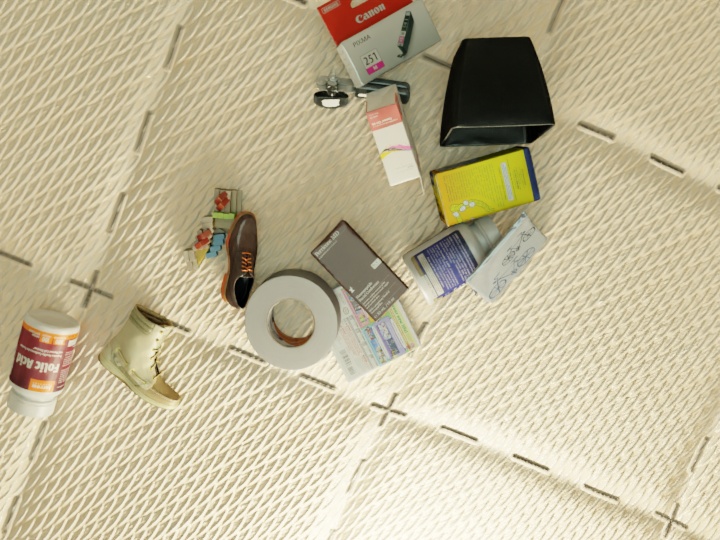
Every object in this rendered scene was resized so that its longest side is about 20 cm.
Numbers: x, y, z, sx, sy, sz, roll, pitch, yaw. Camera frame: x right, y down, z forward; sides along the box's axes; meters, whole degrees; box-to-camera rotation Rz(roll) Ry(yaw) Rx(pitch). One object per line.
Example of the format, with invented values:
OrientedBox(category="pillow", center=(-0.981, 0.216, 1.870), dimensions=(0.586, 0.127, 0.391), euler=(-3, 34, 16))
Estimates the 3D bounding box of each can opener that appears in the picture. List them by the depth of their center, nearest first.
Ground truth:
OrientedBox(category="can opener", center=(0.003, -0.365, 1.679), dimensions=(0.196, 0.053, 0.067), euler=(3, 134, -1))

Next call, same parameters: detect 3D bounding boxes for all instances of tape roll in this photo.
OrientedBox(category="tape roll", center=(-0.141, 0.102, 1.724), dimensions=(0.196, 0.066, 0.204), euler=(2, 104, 7))

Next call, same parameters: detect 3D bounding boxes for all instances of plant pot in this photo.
OrientedBox(category="plant pot", center=(0.260, -0.352, 1.620), dimensions=(0.195, 0.200, 0.181), euler=(-3, 89, -1))

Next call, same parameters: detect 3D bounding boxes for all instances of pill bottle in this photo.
OrientedBox(category="pill bottle", center=(0.197, -0.029, 1.701), dimensions=(0.198, 0.120, 0.121), euler=(-31, 100, 3))
OrientedBox(category="pill bottle", center=(-0.662, 0.193, 1.709), dimensions=(0.112, 0.114, 0.203), euler=(17, 99, -5))

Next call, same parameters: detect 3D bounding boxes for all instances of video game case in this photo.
OrientedBox(category="video game case", center=(0.009, 0.115, 1.769), dimensions=(0.180, 0.022, 0.202), euler=(-27, 99, 3))

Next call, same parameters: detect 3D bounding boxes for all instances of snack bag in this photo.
OrientedBox(category="snack bag", center=(0.296, -0.022, 1.683), dimensions=(0.189, 0.199, 0.021), euler=(-49, 63, 7))

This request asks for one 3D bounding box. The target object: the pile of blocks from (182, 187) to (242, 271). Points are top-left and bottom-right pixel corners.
OrientedBox(category="pile of blocks", center=(-0.303, -0.079, 1.703), dimensions=(0.081, 0.062, 0.202), euler=(27, 98, -6))

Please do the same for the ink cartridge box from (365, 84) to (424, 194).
OrientedBox(category="ink cartridge box", center=(0.071, -0.252, 1.642), dimensions=(0.066, 0.117, 0.202), euler=(-16, 118, 11))

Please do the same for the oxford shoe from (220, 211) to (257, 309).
OrientedBox(category="oxford shoe", center=(-0.238, -0.019, 1.700), dimensions=(0.070, 0.072, 0.204), euler=(-1, 107, -33))

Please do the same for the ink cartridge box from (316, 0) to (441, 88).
OrientedBox(category="ink cartridge box", center=(0.038, -0.488, 1.631), dimensions=(0.198, 0.043, 0.175), euler=(-32, 101, -13))

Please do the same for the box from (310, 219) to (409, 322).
OrientedBox(category="box", center=(0.000, 0.000, 1.706), dimensions=(0.100, 0.075, 0.200), euler=(-45, 87, 3))

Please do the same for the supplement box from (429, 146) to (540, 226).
OrientedBox(category="supplement box", center=(0.252, -0.174, 1.684), dimensions=(0.196, 0.109, 0.111), euler=(-15, 100, 1))

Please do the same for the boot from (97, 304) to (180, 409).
OrientedBox(category="boot", center=(-0.434, 0.183, 1.738), dimensions=(0.199, 0.073, 0.156), euler=(38, 99, -2))
